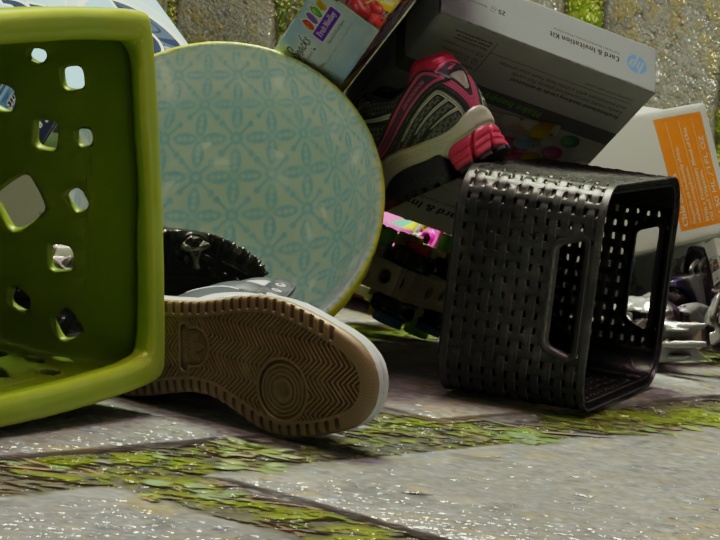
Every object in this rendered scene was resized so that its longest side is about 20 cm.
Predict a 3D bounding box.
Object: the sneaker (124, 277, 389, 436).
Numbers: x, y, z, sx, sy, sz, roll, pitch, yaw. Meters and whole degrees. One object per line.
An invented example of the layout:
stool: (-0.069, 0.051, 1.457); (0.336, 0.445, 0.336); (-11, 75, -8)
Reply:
sneaker: (-0.042, 0.043, 1.431); (0.200, 0.070, 0.108); (8, 7, 39)

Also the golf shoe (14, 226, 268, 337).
golf shoe: (-0.152, 0.009, 1.530); (0.199, 0.078, 0.094); (-1, 9, -26)

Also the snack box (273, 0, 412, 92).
snack box: (0.004, -0.172, 1.656); (0.053, 0.142, 0.200); (36, -24, -3)

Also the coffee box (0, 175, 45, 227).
coffee box: (-0.251, -0.026, 1.644); (0.079, 0.115, 0.200); (0, 7, -24)

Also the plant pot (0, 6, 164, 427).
plant pot: (-0.226, -0.032, 1.349); (0.181, 0.201, 0.199); (3, 7, 30)

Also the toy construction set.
toy construction set: (0.000, 0.000, 1.771); (0.131, 0.092, 0.200); (25, 19, 27)

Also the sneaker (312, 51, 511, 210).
sneaker: (0.012, -0.076, 1.681); (0.081, 0.075, 0.200); (-25, 0, -44)

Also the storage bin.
storage bin: (0.125, 0.005, 1.644); (0.093, 0.136, 0.200); (9, 6, 18)

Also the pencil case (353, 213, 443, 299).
pencil case: (0.026, -0.013, 1.962); (0.088, 0.089, 0.200); (3, 4, -34)

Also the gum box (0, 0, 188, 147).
gum box: (-0.181, -0.139, 1.741); (0.170, 0.045, 0.200); (7, 37, -46)

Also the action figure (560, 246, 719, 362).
action figure: (0.212, 0.029, 1.863); (0.130, 0.070, 0.200); (16, 13, 29)

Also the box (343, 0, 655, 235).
box: (0.074, -0.099, 1.732); (0.155, 0.041, 0.200); (19, -37, -19)

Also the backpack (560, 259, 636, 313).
backpack: (0.121, -0.042, 2.054); (0.153, 0.164, 0.200); (20, 4, -34)

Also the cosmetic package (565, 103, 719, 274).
cosmetic package: (0.171, -0.054, 1.912); (0.200, 0.102, 0.071); (-13, -2, -42)

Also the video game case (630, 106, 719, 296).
video game case: (0.198, -0.049, 2.101); (0.024, 0.183, 0.200); (-31, 27, -31)

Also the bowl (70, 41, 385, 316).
bowl: (-0.083, -0.029, 1.636); (0.199, 0.201, 0.108); (7, -18, 5)
